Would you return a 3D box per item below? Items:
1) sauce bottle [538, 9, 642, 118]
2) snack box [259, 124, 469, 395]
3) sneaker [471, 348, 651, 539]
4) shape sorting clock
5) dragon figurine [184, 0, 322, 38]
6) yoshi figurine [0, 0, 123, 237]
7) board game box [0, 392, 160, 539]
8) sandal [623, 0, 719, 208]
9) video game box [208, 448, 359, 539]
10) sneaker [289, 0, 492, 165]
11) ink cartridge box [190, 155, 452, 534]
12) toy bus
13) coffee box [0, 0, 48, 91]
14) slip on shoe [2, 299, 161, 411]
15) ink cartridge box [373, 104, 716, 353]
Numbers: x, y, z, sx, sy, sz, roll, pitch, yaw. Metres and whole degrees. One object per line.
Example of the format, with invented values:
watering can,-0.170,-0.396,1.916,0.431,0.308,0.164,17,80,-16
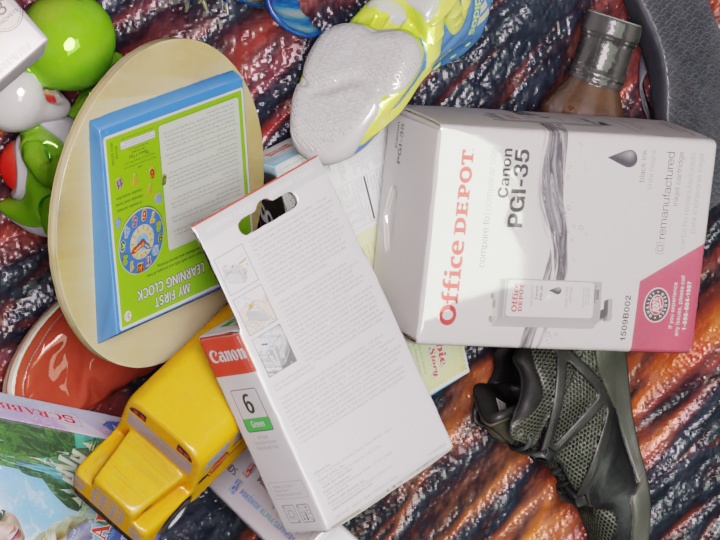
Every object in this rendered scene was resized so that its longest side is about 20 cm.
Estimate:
sauce bottle,0.142,-0.075,1.823,0.064,0.065,0.201,13,99,-27
snack box,0.000,0.000,1.775,0.116,0.037,0.201,-28,114,-34
sneaker,0.136,0.126,1.868,0.114,0.076,0.201,-17,107,-19
shape sorting clock,-0.122,-0.041,1.626,0.200,0.039,0.202,-16,110,-54
dragon figurine,-0.048,-0.184,1.700,0.200,0.059,0.100,27,89,-57
yoshi figurine,-0.171,-0.087,1.652,0.112,0.112,0.201,-35,113,-22
board game box,-0.232,0.176,1.701,0.198,0.041,0.201,13,109,-27
sandal,0.220,-0.142,1.863,0.076,0.043,0.201,-20,101,-27
video game box,-0.003,0.203,1.759,0.047,0.182,0.200,-46,117,-3
sneaker,0.033,-0.140,1.721,0.201,0.075,0.105,-58,149,-8
ink cartridge box,-0.033,0.045,1.624,0.109,0.050,0.201,-30,100,-34
toy bus,-0.088,0.078,1.665,0.065,0.078,0.200,40,59,9
coffee box,-0.287,-0.168,1.549,0.113,0.080,0.200,-42,95,-9
slip on shoe,-0.142,0.035,1.718,0.199,0.061,0.074,-35,117,-12
ink cartridge box,0.118,-0.025,1.747,0.199,0.083,0.148,2,101,-21
